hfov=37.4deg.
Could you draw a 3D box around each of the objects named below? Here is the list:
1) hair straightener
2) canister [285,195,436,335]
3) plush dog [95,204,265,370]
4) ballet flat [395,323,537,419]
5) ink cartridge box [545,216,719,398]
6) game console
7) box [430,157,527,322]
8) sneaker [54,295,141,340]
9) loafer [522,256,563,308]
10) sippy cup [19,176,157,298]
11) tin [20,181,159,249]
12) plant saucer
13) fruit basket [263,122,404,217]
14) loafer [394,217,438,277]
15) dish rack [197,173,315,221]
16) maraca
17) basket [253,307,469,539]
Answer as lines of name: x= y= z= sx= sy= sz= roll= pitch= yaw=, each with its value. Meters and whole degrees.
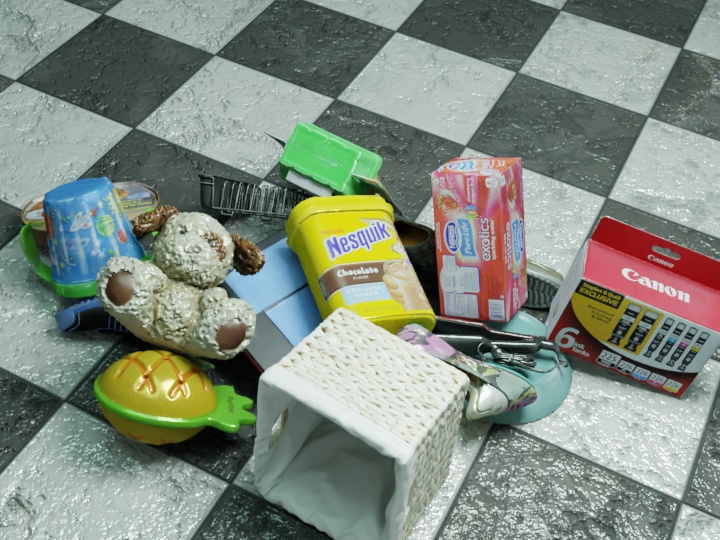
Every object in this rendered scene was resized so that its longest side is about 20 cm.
hair straightener: x=0.172 y=0.110 z=1.375 sx=0.196 sy=0.041 sz=0.078 roll=12 pitch=45 yaw=1
canister: x=0.000 y=0.006 z=1.375 sx=0.146 sy=0.087 sz=0.202 roll=-4 pitch=51 yaw=-27
plush dog: x=-0.215 y=0.011 z=1.319 sx=0.197 sy=0.161 sz=0.174 roll=22 pitch=70 yaw=-8
ballet flat: x=0.125 y=0.137 z=1.306 sx=0.198 sy=0.069 sz=0.072 roll=28 pitch=46 yaw=-11
ink cartridge box: x=0.363 y=0.048 z=1.377 sx=0.197 sy=0.177 sz=0.085 roll=21 pitch=43 yaw=1
game console: x=-0.097 y=0.035 z=1.402 sx=0.199 sy=0.031 sz=0.177 roll=-31 pitch=63 yaw=-31
box: x=0.160 y=-0.043 z=1.418 sx=0.098 sy=0.204 sz=0.095 roll=3 pitch=20 yaw=27
sneaker: x=-0.304 y=0.062 z=1.404 sx=0.196 sy=0.079 sz=0.070 roll=-16 pitch=7 yaw=9
loafer: x=0.203 y=-0.010 z=1.517 sx=0.197 sy=0.076 sz=0.070 roll=20 pitch=50 yaw=15
sippy cup: x=-0.365 y=-0.051 z=1.434 sx=0.175 sy=0.133 sz=0.139 roll=-19 pitch=23 yaw=-20
tin: x=-0.390 y=-0.080 z=1.548 sx=0.196 sy=0.043 sz=0.112 roll=-9 pitch=32 yaw=-14
plant saucer: x=0.188 y=0.113 z=1.419 sx=0.196 sy=0.036 sz=0.202 roll=2 pitch=45 yaw=-2
fruit basket: x=-0.036 y=-0.129 z=1.513 sx=0.183 sy=0.200 sz=0.095 roll=27 pitch=81 yaw=15
loafer: x=0.044 y=-0.050 z=1.514 sx=0.197 sy=0.073 sz=0.074 roll=11 pitch=63 yaw=36
dish rack: x=-0.119 y=-0.096 z=1.521 sx=0.196 sy=0.056 sz=0.153 roll=8 pitch=3 yaw=20
maraca: x=-0.224 y=0.156 z=1.290 sx=0.196 sy=0.109 sz=0.137 roll=11 pitch=20 yaw=-14
basket: x=-0.002 y=0.186 z=1.217 sx=0.198 sy=0.201 sz=0.161 roll=25 pitch=43 yaw=21
